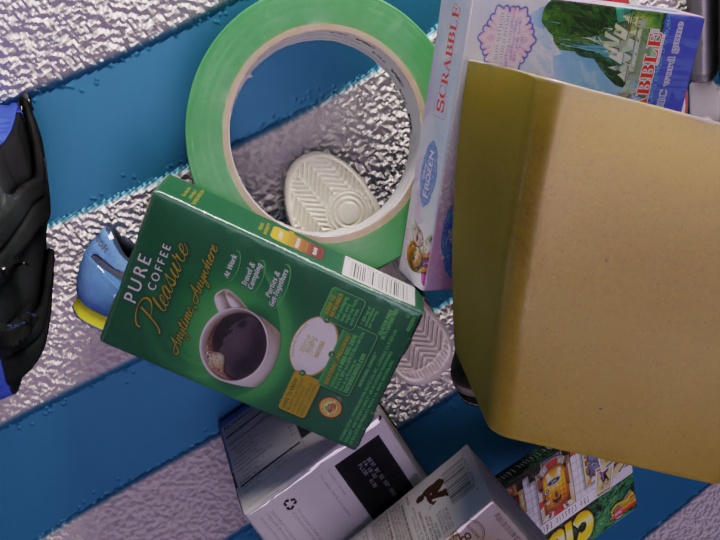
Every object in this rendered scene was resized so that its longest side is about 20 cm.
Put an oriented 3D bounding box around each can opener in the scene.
[{"bbox_3d":[0.304,-0.179,0.795,0.066,0.052,0.203,-40,127,-38],"label":"can opener"}]

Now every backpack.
[{"bbox_3d":[-0.274,-0.002,0.588,0.164,0.200,0.166,-10,116,-14],"label":"backpack"}]

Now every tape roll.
[{"bbox_3d":[-0.027,-0.097,0.680,0.196,0.048,0.205,-1,96,-9],"label":"tape roll"}]

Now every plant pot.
[{"bbox_3d":[0.147,-0.001,0.528,0.196,0.200,0.180,12,104,-6],"label":"plant pot"}]

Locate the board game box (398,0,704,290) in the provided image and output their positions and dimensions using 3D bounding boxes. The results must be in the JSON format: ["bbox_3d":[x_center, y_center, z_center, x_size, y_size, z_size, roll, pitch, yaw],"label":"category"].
[{"bbox_3d":[0.134,-0.088,0.667,0.196,0.041,0.204,-3,112,-26],"label":"board game box"}]

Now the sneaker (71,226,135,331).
[{"bbox_3d":[-0.117,0.022,0.726,0.197,0.066,0.080,18,107,-23],"label":"sneaker"}]

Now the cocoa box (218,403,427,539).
[{"bbox_3d":[-0.009,0.192,0.797,0.132,0.131,0.202,-33,119,-3],"label":"cocoa box"}]

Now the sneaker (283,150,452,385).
[{"bbox_3d":[0.000,0.000,0.759,0.074,0.084,0.202,-29,94,-4],"label":"sneaker"}]

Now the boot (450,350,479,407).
[{"bbox_3d":[0.153,0.091,0.803,0.203,0.072,0.156,-41,131,-40],"label":"boot"}]

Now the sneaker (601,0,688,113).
[{"bbox_3d":[0.170,-0.166,0.721,0.115,0.078,0.202,-34,107,-20],"label":"sneaker"}]

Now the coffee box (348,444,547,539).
[{"bbox_3d":[0.043,0.245,0.702,0.199,0.080,0.113,-40,110,6],"label":"coffee box"}]

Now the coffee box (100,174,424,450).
[{"bbox_3d":[-0.067,0.030,0.650,0.197,0.044,0.125,23,113,-6],"label":"coffee box"}]

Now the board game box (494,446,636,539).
[{"bbox_3d":[0.161,0.201,0.807,0.198,0.023,0.107,-25,114,-30],"label":"board game box"}]
